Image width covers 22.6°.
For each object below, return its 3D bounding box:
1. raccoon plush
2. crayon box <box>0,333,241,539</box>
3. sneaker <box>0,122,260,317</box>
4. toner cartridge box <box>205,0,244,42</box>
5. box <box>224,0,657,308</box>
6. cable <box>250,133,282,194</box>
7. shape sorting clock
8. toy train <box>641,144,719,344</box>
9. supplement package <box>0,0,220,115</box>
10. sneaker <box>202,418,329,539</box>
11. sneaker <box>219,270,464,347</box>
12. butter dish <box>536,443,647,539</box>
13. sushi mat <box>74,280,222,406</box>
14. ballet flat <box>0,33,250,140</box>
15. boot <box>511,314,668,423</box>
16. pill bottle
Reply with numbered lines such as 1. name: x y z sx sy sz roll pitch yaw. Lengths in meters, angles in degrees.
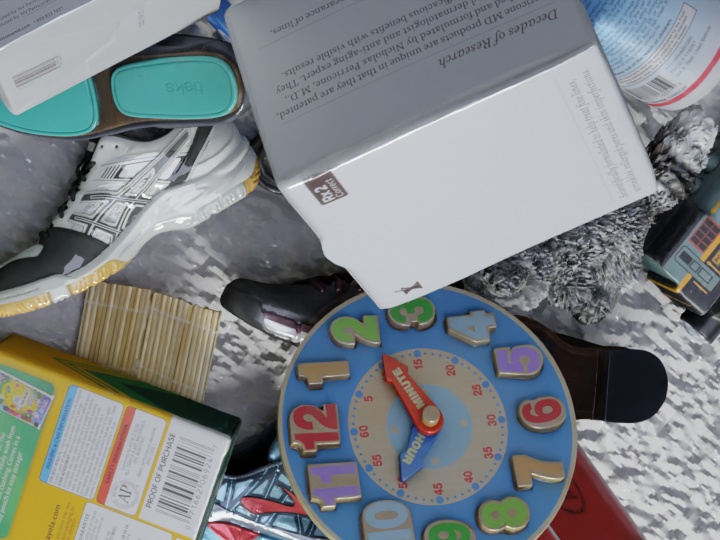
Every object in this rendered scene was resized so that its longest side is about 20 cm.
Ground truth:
1. raccoon plush: 0.143 -0.051 1.244 0.134 0.097 0.201 18 105 -55
2. crayon box: -0.192 0.126 1.191 0.198 0.052 0.127 20 101 1
3. sneaker: -0.166 -0.047 1.172 0.199 0.076 0.088 -33 101 -12
4. toner cartridge box: -0.072 -0.204 1.161 0.095 0.043 0.200 -46 118 -4
5. box: 0.052 -0.100 1.087 0.198 0.132 0.199 -23 153 9
6. cable: 0.020 -0.079 1.249 0.198 0.050 0.098 -16 107 -6
7. shape sorting clock: 0.044 0.100 1.168 0.197 0.039 0.202 2 66 -4
8. toy train: 0.292 -0.044 1.345 0.114 0.085 0.201 39 91 -18
9. supplement package: -0.180 -0.220 0.993 0.146 0.191 0.201 -28 89 -9
10. sneaker: -0.050 0.157 1.274 0.198 0.079 0.097 10 102 -25
11. sneaker: 0.000 0.000 1.252 0.199 0.075 0.117 15 97 -36
12. butter dish: 0.093 0.193 1.277 0.148 0.200 0.199 -47 150 23
13. sushi mat: -0.157 0.109 1.222 0.095 0.012 0.202 15 101 12
14. ballet flat: -0.154 -0.120 1.132 0.198 0.073 0.074 1 112 16
15. boot: 0.114 0.072 1.293 0.198 0.097 0.076 14 86 -28
16. pill bottle: 0.158 -0.196 1.220 0.199 0.109 0.110 25 98 -28
